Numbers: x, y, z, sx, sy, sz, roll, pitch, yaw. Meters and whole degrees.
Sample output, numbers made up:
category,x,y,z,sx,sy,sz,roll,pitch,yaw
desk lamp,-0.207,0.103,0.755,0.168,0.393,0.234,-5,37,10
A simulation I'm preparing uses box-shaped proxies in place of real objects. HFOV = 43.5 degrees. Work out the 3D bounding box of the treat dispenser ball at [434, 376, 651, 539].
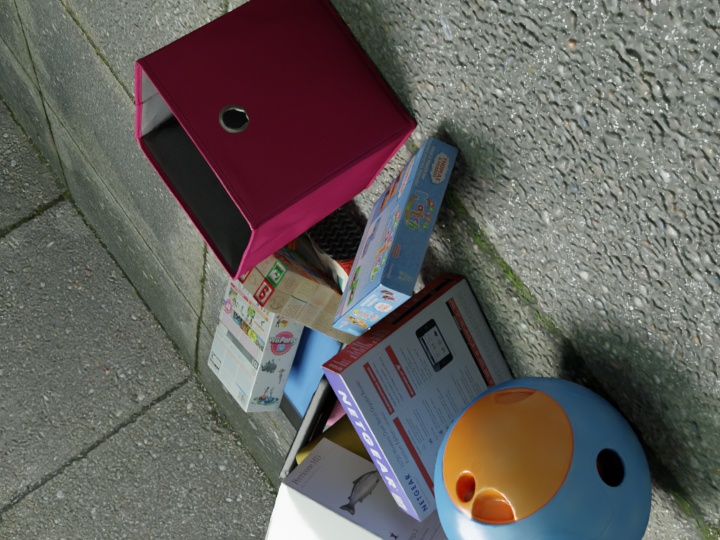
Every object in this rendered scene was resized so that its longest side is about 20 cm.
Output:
category,x,y,z,sx,sy,sz,roll,pitch,yaw
treat dispenser ball,0.168,0.201,0.843,0.201,0.200,0.202,46,158,24

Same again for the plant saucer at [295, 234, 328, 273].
category,x,y,z,sx,sy,sz,roll,pitch,yaw
plant saucer,-0.094,0.021,1.404,0.200,0.050,0.201,46,158,25

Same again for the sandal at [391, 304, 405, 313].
category,x,y,z,sx,sy,sz,roll,pitch,yaw
sandal,0.093,0.076,1.050,0.200,0.055,0.082,46,180,-16

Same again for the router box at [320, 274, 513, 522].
category,x,y,z,sx,sy,sz,roll,pitch,yaw
router box,0.078,0.137,0.986,0.049,0.179,0.201,11,131,62

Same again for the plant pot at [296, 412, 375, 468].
category,x,y,z,sx,sy,sz,roll,pitch,yaw
plant pot,0.074,0.258,1.195,0.195,0.195,0.199,57,144,-3

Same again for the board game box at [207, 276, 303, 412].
category,x,y,z,sx,sy,sz,roll,pitch,yaw
board game box,-0.152,0.084,1.339,0.147,0.064,0.202,38,118,47

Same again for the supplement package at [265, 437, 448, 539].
category,x,y,z,sx,sy,sz,roll,pitch,yaw
supplement package,0.002,0.313,1.073,0.198,0.117,0.118,24,117,16

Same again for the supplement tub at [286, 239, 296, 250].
category,x,y,z,sx,sy,sz,roll,pitch,yaw
supplement tub,-0.161,-0.105,1.252,0.122,0.122,0.201,35,151,45

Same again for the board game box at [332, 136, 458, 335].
category,x,y,z,sx,sy,sz,roll,pitch,yaw
board game box,0.030,-0.026,0.901,0.036,0.153,0.200,21,162,-7

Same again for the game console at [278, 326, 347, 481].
category,x,y,z,sx,sy,sz,roll,pitch,yaw
game console,-0.089,0.165,1.295,0.116,0.176,0.202,28,117,9

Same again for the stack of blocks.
category,x,y,z,sx,sy,sz,roll,pitch,yaw
stack of blocks,-0.069,0.027,1.189,0.199,0.059,0.115,28,-170,-44

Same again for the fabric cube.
category,x,y,z,sx,sy,sz,roll,pitch,yaw
fabric cube,-0.096,-0.142,0.931,0.197,0.198,0.200,55,161,4

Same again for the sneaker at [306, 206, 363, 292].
category,x,y,z,sx,sy,sz,roll,pitch,yaw
sneaker,-0.001,0.000,1.150,0.201,0.070,0.093,54,179,-2

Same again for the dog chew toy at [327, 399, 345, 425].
category,x,y,z,sx,sy,sz,roll,pitch,yaw
dog chew toy,-0.004,0.216,1.407,0.200,0.124,0.125,46,160,2
